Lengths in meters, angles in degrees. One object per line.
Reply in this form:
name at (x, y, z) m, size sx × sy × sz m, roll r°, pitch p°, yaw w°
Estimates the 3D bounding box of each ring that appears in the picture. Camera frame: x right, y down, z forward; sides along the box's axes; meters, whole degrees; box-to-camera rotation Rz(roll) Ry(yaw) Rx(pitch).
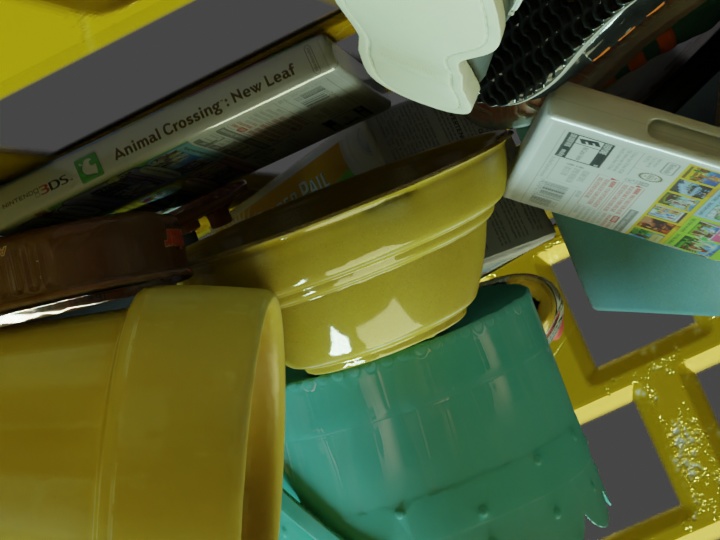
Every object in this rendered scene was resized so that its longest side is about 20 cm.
ring at (-0.150, -0.001, 1.280) m, size 0.199 × 0.019 × 0.200 m, roll -24°, pitch -173°, yaw 3°

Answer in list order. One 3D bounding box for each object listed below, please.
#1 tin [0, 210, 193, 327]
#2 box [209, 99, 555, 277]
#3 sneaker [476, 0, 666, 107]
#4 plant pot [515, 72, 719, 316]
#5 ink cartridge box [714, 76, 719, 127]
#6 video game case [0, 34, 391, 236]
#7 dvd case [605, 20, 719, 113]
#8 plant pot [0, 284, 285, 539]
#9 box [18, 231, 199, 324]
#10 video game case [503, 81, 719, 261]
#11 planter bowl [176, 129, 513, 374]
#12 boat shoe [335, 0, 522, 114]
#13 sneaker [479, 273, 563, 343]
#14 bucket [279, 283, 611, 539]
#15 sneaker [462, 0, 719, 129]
tin at (-0.180, 0.008, 1.123) m, size 0.199 × 0.042 × 0.112 m, roll -13°, pitch -179°, yaw 9°
box at (0.009, -0.024, 1.447) m, size 0.101 × 0.113 × 0.200 m, roll -20°, pitch 172°, yaw -37°
sneaker at (0.113, -0.132, 1.035) m, size 0.090 × 0.070 × 0.200 m, roll -17°, pitch 170°, yaw -32°
plant pot at (0.223, -0.062, 1.334) m, size 0.141 × 0.142 × 0.199 m, roll -41°, pitch -151°, yaw -28°
ink cartridge box at (0.257, -0.151, 1.096) m, size 0.175 × 0.045 × 0.200 m, roll -24°, pitch 146°, yaw -14°
video game case at (-0.081, -0.061, 1.156) m, size 0.181 × 0.022 × 0.200 m, roll -25°, pitch 176°, yaw 7°
dvd case at (0.195, -0.136, 1.221) m, size 0.200 × 0.018 × 0.143 m, roll -44°, pitch -175°, yaw -12°
plant pot at (-0.137, 0.104, 1.099) m, size 0.188 × 0.202 × 0.201 m, roll 3°, pitch 177°, yaw 4°
box at (-0.127, 0.098, 1.376) m, size 0.123 × 0.201 × 0.198 m, roll -22°, pitch -173°, yaw 10°
video game case at (0.168, -0.039, 1.158) m, size 0.181 × 0.023 × 0.200 m, roll 17°, pitch 170°, yaw 0°
planter bowl at (0.000, 0.000, 1.206) m, size 0.199 × 0.084 × 0.200 m, roll -21°, pitch -173°, yaw 3°
boat shoe at (0.033, -0.120, 0.953) m, size 0.200 × 0.072 × 0.062 m, roll 82°, pitch 31°, yaw -78°
sneaker at (0.035, 0.057, 1.419) m, size 0.199 × 0.078 × 0.082 m, roll -33°, pitch 172°, yaw -6°
bucket at (0.029, 0.098, 1.292) m, size 0.206 × 0.136 × 0.207 m, roll -18°, pitch -175°, yaw 2°
sneaker at (0.132, -0.129, 1.161) m, size 0.200 × 0.072 × 0.080 m, roll -30°, pitch 168°, yaw 40°
